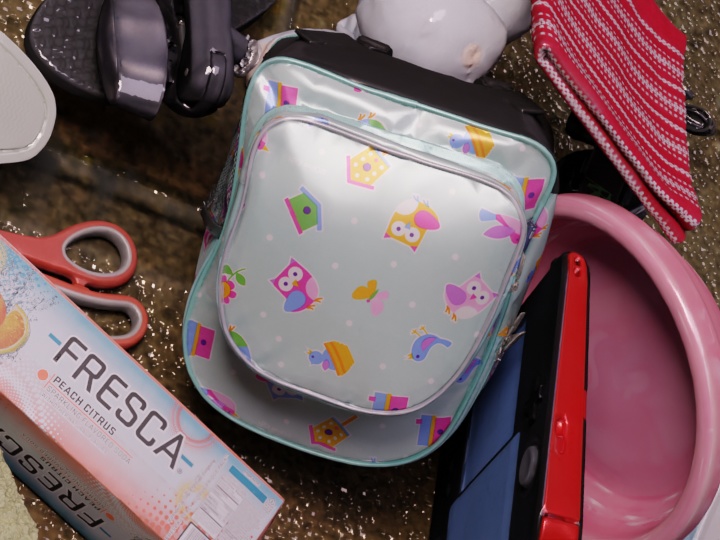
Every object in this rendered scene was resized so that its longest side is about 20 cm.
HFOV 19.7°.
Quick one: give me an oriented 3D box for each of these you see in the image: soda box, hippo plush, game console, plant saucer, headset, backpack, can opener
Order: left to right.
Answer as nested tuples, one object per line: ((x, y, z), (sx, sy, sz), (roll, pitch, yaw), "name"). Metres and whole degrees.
((-0.136, 0.078, 1.023), (0.200, 0.068, 0.064), (45, 57, -11), "soda box")
((-0.093, -0.165, 1.105), (0.078, 0.063, 0.201), (23, 52, -32), "can opener")
((0.000, 0.000, 1.056), (0.175, 0.201, 0.153), (18, 23, -2), "backpack")
((0.053, -0.119, 1.173), (0.200, 0.161, 0.160), (-39, 93, -37), "hippo plush")
((0.071, 0.106, 1.067), (0.031, 0.200, 0.178), (10, 63, -12), "game console")
((0.135, 0.056, 1.126), (0.051, 0.200, 0.201), (-13, 78, -34), "plant saucer")
((0.162, -0.061, 1.246), (0.094, 0.124, 0.200), (19, 32, 4), "headset")

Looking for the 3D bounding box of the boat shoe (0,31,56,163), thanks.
((-0.249, -0.111, 1.038), (0.199, 0.060, 0.076), (30, 77, -22), "boat shoe")

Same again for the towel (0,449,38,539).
((-0.226, 0.168, 0.950), (0.199, 0.036, 0.149), (-22, 83, -37), "towel")

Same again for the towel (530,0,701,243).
((0.138, -0.121, 1.123), (0.145, 0.022, 0.200), (49, 27, -25), "towel")

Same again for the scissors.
((-0.199, -0.008, 1.056), (0.199, 0.014, 0.074), (15, 63, -28), "scissors")

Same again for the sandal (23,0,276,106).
((-0.116, -0.133, 1.149), (0.075, 0.048, 0.200), (56, 40, 1), "sandal")

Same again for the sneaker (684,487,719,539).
((0.173, 0.119, 1.206), (0.082, 0.074, 0.201), (36, 54, -19), "sneaker")
